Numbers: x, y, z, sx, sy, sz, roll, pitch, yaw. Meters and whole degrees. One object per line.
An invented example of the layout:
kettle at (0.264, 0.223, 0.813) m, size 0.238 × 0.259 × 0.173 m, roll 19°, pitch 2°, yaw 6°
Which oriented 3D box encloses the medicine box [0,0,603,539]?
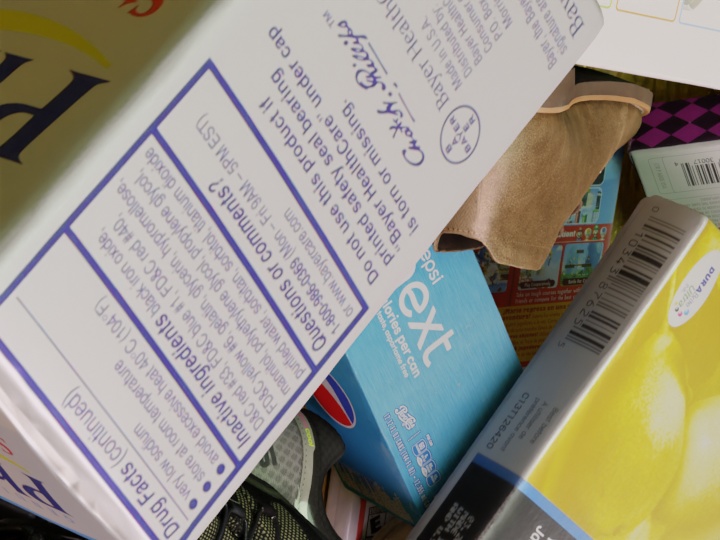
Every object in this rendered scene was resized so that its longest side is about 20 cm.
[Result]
medicine box at (-0.072, -0.047, 0.647) m, size 0.200 × 0.182 × 0.103 m, roll -51°, pitch 132°, yaw -22°

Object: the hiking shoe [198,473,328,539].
hiking shoe at (-0.077, 0.090, 0.828) m, size 0.200 × 0.101 × 0.076 m, roll 32°, pitch 90°, yaw -18°

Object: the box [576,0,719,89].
box at (0.093, -0.132, 0.960) m, size 0.200 × 0.112 × 0.102 m, roll 4°, pitch 100°, yaw -46°

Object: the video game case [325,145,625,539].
video game case at (0.051, 0.021, 1.039) m, size 0.143 × 0.017 × 0.200 m, roll -4°, pitch 107°, yaw -45°

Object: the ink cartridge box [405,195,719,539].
ink cartridge box at (0.123, 0.106, 0.984) m, size 0.200 × 0.047 × 0.198 m, roll 41°, pitch 79°, yaw -35°

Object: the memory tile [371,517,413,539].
memory tile at (0.052, 0.178, 1.078) m, size 0.153 × 0.017 × 0.200 m, roll -20°, pitch 123°, yaw -40°

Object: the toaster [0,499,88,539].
toaster at (-0.160, 0.150, 0.740) m, size 0.181 × 0.200 × 0.119 m, roll -39°, pitch 124°, yaw -30°

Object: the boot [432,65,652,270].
boot at (0.061, -0.044, 0.925) m, size 0.200 × 0.073 × 0.076 m, roll -16°, pitch 112°, yaw -71°

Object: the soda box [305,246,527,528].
soda box at (0.000, 0.000, 0.930) m, size 0.068 × 0.064 × 0.200 m, roll -37°, pitch 123°, yaw -20°

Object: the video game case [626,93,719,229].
video game case at (0.238, -0.014, 1.083) m, size 0.181 × 0.200 × 0.036 m, roll 61°, pitch 30°, yaw -43°

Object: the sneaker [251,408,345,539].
sneaker at (-0.036, 0.139, 0.950) m, size 0.087 × 0.074 × 0.200 m, roll -14°, pitch 109°, yaw -35°
